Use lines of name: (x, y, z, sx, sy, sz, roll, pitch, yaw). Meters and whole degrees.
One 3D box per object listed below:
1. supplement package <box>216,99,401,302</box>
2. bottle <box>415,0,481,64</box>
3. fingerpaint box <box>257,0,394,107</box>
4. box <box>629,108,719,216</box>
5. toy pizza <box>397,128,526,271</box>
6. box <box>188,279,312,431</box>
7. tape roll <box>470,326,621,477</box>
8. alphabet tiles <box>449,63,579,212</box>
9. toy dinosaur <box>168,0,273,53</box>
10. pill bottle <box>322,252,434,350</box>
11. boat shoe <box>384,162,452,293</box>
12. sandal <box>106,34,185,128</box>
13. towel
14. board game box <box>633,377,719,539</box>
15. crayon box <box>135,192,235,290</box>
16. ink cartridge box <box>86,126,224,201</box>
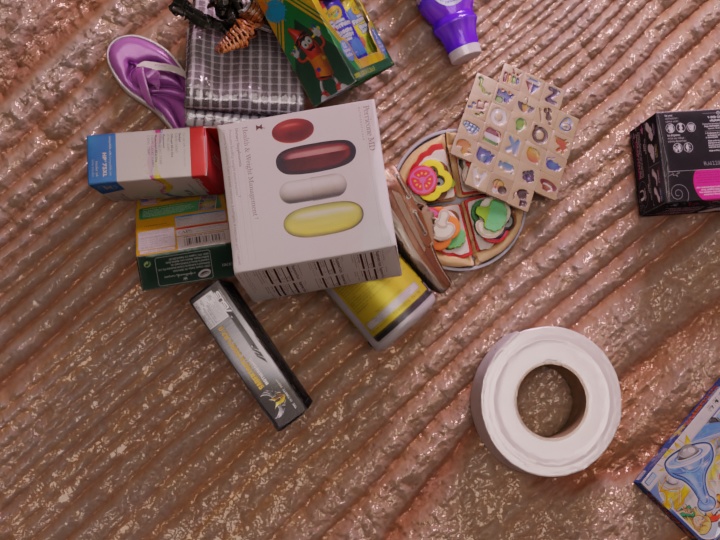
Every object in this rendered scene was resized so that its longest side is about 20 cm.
supplement package: (-0.061, -0.084, 1.466, 0.197, 0.147, 0.194, -10, 75, 2)
bottle: (0.117, -0.394, 1.668, 0.082, 0.065, 0.203, -18, 85, -7)
fingerpaint box: (-0.043, -0.320, 1.558, 0.073, 0.200, 0.168, -27, 96, 22)
box: (0.496, -0.154, 1.660, 0.197, 0.115, 0.134, -4, 82, -8)
toy pizza: (0.140, -0.101, 1.652, 0.197, 0.032, 0.204, 1, 83, -7)
box: (-0.139, 0.107, 1.528, 0.048, 0.158, 0.201, -34, 89, -2)
tape roll: (0.252, 0.179, 1.612, 0.199, 0.071, 0.206, 1, 84, -6)
alphabet tiles: (0.219, -0.189, 1.666, 0.164, 0.006, 0.203, 22, 71, -7)
toy dinosaur: (-0.164, -0.339, 1.504, 0.135, 0.200, 0.103, 29, 103, -19)
pill bottle: (0.000, 0.000, 1.582, 0.112, 0.112, 0.201, -40, 89, -10)
boat shoe: (0.072, -0.058, 1.592, 0.072, 0.076, 0.201, -39, 111, -11)
sandal: (-0.265, -0.249, 1.612, 0.203, 0.050, 0.082, 45, 80, -1)
towel: (-0.154, -0.276, 1.571, 0.163, 0.086, 0.202, 1, 53, -7)
board game box: (0.496, 0.269, 1.648, 0.135, 0.034, 0.200, 43, 80, 0)
crayon box: (-0.229, -0.045, 1.542, 0.124, 0.201, 0.052, -9, 116, -7)
ink cartridge box: (-0.248, -0.140, 1.551, 0.196, 0.116, 0.068, -4, 82, 5)
